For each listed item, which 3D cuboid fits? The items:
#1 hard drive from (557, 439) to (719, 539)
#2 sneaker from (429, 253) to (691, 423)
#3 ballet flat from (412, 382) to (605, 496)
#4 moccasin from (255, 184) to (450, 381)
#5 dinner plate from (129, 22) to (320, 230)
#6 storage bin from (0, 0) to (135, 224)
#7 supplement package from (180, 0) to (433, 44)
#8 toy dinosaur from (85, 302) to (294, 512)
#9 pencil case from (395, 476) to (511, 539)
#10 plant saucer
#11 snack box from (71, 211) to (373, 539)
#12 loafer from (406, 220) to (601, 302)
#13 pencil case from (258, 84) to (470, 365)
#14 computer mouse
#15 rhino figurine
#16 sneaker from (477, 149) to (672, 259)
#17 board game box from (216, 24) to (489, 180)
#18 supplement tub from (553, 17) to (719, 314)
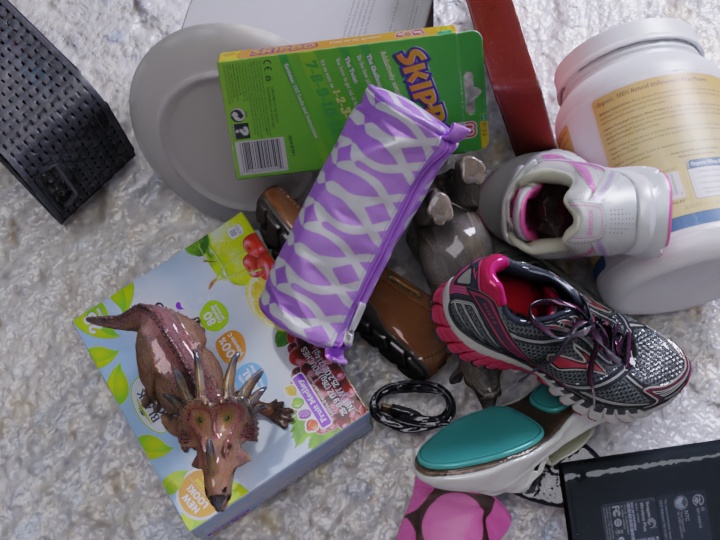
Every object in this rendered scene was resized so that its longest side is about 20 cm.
[{"bbox_3d":[0.256,0.201,0.902,0.196,0.033,0.142,-8,88,1],"label":"hard drive"},{"bbox_3d":[0.149,0.049,0.847,0.197,0.075,0.082,17,58,-18],"label":"sneaker"},{"bbox_3d":[0.126,0.124,0.888,0.198,0.070,0.070,-27,69,-29],"label":"ballet flat"},{"bbox_3d":[0.000,-0.001,0.978,0.200,0.074,0.078,38,69,4],"label":"moccasin"},{"bbox_3d":[-0.097,-0.106,0.975,0.197,0.202,0.024,10,43,8],"label":"dinner plate"},{"bbox_3d":[-0.299,-0.153,1.033,0.200,0.135,0.094,42,79,16],"label":"storage bin"},{"bbox_3d":[-0.045,-0.168,1.021,0.197,0.120,0.123,12,63,8],"label":"supplement package"},{"bbox_3d":[-0.125,0.075,0.870,0.086,0.136,0.200,-41,73,-8],"label":"toy dinosaur"},{"bbox_3d":[0.056,0.255,0.893,0.090,0.093,0.203,-4,62,51],"label":"pencil case"},{"bbox_3d":[0.114,-0.188,0.984,0.036,0.200,0.203,-17,70,9],"label":"plant saucer"},{"bbox_3d":[-0.110,0.084,0.973,0.167,0.068,0.201,-31,70,-6],"label":"snack box"},{"bbox_3d":[0.124,0.007,0.979,0.198,0.070,0.070,31,75,14],"label":"loafer"},{"bbox_3d":[-0.002,-0.034,0.885,0.085,0.083,0.202,38,109,40],"label":"pencil case"},{"bbox_3d":[0.101,0.135,0.959,0.197,0.034,0.059,22,85,13],"label":"computer mouse"},{"bbox_3d":[0.082,0.018,0.925,0.059,0.087,0.203,-12,91,-10],"label":"rhino figurine"},{"bbox_3d":[0.138,-0.051,0.902,0.087,0.199,0.083,-1,94,-27],"label":"sneaker"},{"bbox_3d":[-0.003,-0.127,0.915,0.196,0.097,0.030,-5,28,4],"label":"board game box"},{"bbox_3d":[0.237,-0.081,0.962,0.142,0.145,0.203,-12,70,0],"label":"supplement tub"}]
